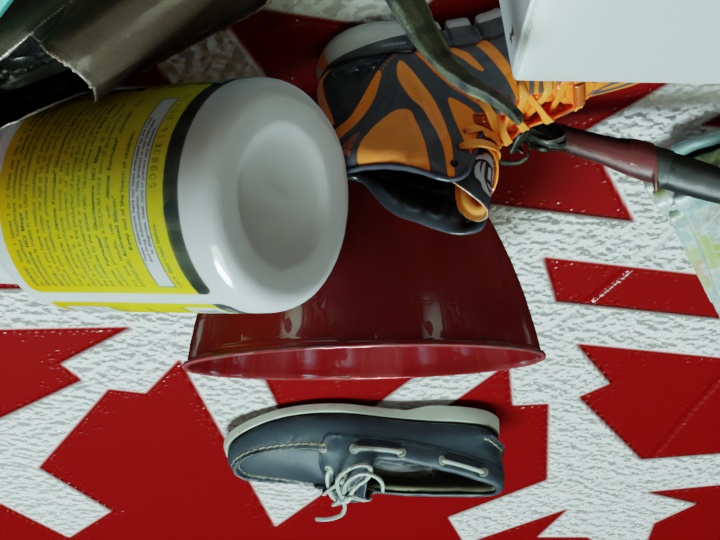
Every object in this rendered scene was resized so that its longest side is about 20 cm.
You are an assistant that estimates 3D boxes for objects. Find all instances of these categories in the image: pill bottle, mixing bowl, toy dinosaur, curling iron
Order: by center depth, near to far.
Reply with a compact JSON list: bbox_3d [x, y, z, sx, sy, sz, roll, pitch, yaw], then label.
[{"bbox_3d":[0.011,-0.146,0.748,0.047,0.088,0.200,-39,91,26],"label":"toy dinosaur"},{"bbox_3d":[-0.114,-0.036,0.851,0.200,0.113,0.112,0,153,37],"label":"pill bottle"},{"bbox_3d":[0.157,-0.053,0.921,0.199,0.050,0.026,17,121,-1],"label":"curling iron"},{"bbox_3d":[0.000,0.000,0.932,0.199,0.109,0.200,-2,172,0],"label":"mixing bowl"}]

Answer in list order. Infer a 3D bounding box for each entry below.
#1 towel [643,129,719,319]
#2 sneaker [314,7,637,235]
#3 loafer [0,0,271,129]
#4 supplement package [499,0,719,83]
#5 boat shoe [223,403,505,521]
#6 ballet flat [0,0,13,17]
[{"bbox_3d":[0.282,-0.043,0.994,0.199,0.048,0.171,-17,146,17],"label":"towel"},{"bbox_3d":[0.078,-0.076,0.857,0.199,0.112,0.078,-11,145,8],"label":"sneaker"},{"bbox_3d":[-0.119,-0.114,0.813,0.200,0.071,0.073,-21,142,21],"label":"loafer"},{"bbox_3d":[0.165,-0.162,0.745,0.199,0.117,0.117,0,145,-9],"label":"supplement package"},{"bbox_3d":[0.003,0.137,1.197,0.199,0.062,0.075,1,147,-9],"label":"boat shoe"},{"bbox_3d":[-0.137,-0.176,0.729,0.072,0.072,0.200,26,131,-37],"label":"ballet flat"}]
